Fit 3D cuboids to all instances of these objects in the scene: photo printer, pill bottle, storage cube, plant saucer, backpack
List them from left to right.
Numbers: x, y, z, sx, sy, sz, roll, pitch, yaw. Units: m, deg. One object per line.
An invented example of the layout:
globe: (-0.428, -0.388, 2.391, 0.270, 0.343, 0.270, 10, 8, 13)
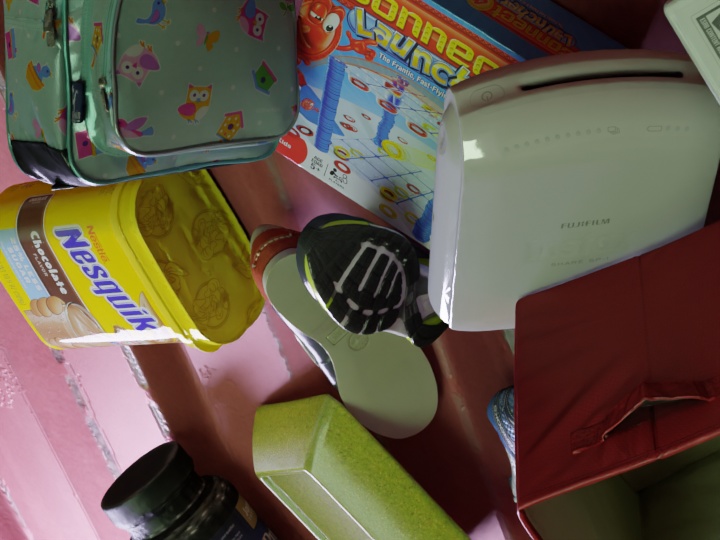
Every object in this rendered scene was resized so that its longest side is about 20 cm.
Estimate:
backpack: (-0.133, -0.159, 1.295, 0.153, 0.175, 0.201, -1, 97, 54)
pill bottle: (-0.127, 0.247, 1.759, 0.112, 0.112, 0.200, -20, 113, 48)
plant saucer: (-0.001, 0.187, 1.595, 0.200, 0.048, 0.200, 47, 162, -8)
photo printer: (0.124, -0.049, 1.205, 0.165, 0.070, 0.200, -6, 145, -6)
storage cube: (0.199, 0.099, 1.175, 0.170, 0.180, 0.200, -23, 123, 20)

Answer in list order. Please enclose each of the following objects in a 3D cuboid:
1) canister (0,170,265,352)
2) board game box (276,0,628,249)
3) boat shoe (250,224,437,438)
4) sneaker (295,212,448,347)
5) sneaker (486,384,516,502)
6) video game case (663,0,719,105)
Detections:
canister: (-0.186, -0.009, 1.580, 0.199, 0.087, 0.149, -5, 123, 44)
board game box: (0.049, -0.109, 1.309, 0.199, 0.056, 0.196, 33, 142, 10)
boat shoe: (-0.012, 0.044, 1.505, 0.200, 0.071, 0.063, 49, 180, -32)
sneaker: (0.000, 0.000, 1.384, 0.081, 0.074, 0.200, 32, 180, 27)
sneaker: (0.155, 0.158, 1.482, 0.085, 0.077, 0.201, -4, 118, 54)
video game case: (0.285, -0.099, 1.072, 0.182, 0.023, 0.201, -29, 97, 26)
